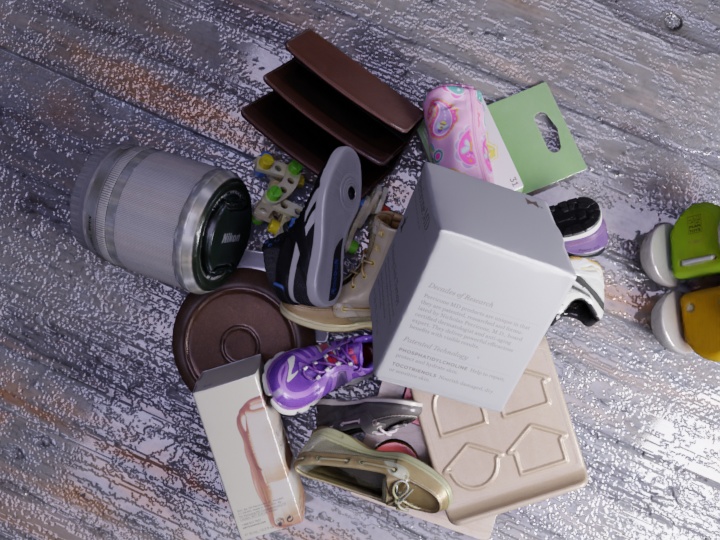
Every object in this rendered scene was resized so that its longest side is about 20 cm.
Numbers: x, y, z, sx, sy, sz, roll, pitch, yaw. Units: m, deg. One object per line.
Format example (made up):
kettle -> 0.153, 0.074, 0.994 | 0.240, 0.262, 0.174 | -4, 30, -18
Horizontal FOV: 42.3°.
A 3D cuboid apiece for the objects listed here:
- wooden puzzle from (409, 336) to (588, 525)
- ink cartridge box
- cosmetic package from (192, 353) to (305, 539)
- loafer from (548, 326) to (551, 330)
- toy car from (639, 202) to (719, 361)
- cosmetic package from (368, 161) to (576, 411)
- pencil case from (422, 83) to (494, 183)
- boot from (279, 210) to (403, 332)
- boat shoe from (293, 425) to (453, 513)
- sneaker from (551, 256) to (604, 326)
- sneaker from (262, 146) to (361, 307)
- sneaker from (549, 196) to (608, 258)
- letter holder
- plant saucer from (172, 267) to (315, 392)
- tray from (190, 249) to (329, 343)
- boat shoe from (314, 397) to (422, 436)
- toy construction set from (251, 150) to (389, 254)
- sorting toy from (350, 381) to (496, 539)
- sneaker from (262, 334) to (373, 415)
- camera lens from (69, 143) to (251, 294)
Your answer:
wooden puzzle -> 0.170, 0.195, 1.170 | 0.182, 0.046, 0.203 | -17, 80, 0
ink cartridge box -> 0.190, -0.168, 1.261 | 0.197, 0.048, 0.147 | -23, 74, 2
cosmetic package -> -0.139, 0.223, 1.190 | 0.086, 0.103, 0.203 | -17, 101, 2
loafer -> 0.156, 0.042, 1.243 | 0.198, 0.072, 0.063 | 32, 127, 5
toy car -> 0.472, 0.012, 1.205 | 0.148, 0.174, 0.204 | -4, 83, -34
cosmetic package -> 0.119, 0.018, 1.072 | 0.164, 0.168, 0.202 | 16, 120, -12
pencil case -> 0.133, -0.136, 1.190 | 0.086, 0.088, 0.203 | -9, 73, 1
boot -> 0.000, 0.000, 1.191 | 0.196, 0.073, 0.158 | 5, 118, -8
boat shoe -> 0.015, 0.257, 1.143 | 0.198, 0.074, 0.063 | 21, 43, 17
sneaker -> 0.228, 0.025, 1.195 | 0.196, 0.076, 0.089 | 6, 62, -12
sneaker -> -0.069, -0.058, 1.157 | 0.110, 0.073, 0.203 | 2, 75, 37
sneaker -> 0.231, -0.031, 1.244 | 0.197, 0.088, 0.077 | -8, 52, 25
letter holder -> -0.038, -0.203, 1.218 | 0.199, 0.142, 0.101 | 36, 126, 5
plant saucer -> -0.159, 0.099, 1.244 | 0.196, 0.034, 0.204 | 0, 96, 4
tray -> -0.132, 0.031, 1.272 | 0.196, 0.022, 0.109 | 10, 84, 2
boat shoe -> 0.010, 0.192, 1.181 | 0.066, 0.199, 0.058 | 12, 76, -35
toy construction set -> -0.061, -0.082, 1.252 | 0.197, 0.093, 0.133 | 15, 53, -5
sorting toy -> 0.105, 0.231, 1.223 | 0.197, 0.070, 0.202 | 18, 85, 3
sneaker -> -0.040, 0.117, 1.186 | 0.198, 0.083, 0.082 | -21, 80, -40
camera lens -> -0.251, -0.069, 1.201 | 0.197, 0.160, 0.162 | 18, 85, 18
